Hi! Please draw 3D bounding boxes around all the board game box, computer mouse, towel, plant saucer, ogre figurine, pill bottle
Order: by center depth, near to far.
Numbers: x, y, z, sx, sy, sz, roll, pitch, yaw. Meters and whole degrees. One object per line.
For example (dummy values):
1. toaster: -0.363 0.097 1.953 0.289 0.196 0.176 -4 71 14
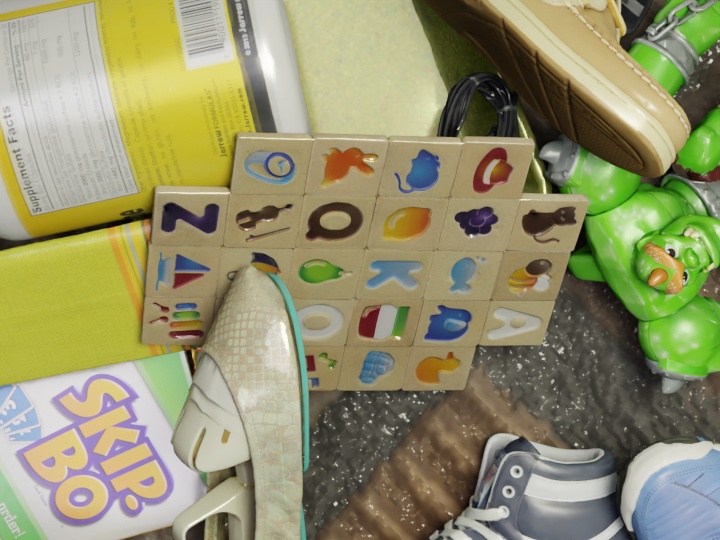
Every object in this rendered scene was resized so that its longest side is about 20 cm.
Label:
1. pill bottle: -0.127 -0.076 0.808 0.199 0.112 0.112 -12 91 1
2. towel: -0.133 0.013 0.832 0.199 0.018 0.086 -11 135 1
3. computer mouse: 0.088 -0.105 0.861 0.059 0.034 0.200 40 64 -9
4. ogre figurine: 0.167 -0.025 0.866 0.120 0.098 0.200 -32 123 -11
5. plant saucer: -0.031 -0.090 0.886 0.199 0.048 0.201 -21 91 1
6. board game box: -0.156 0.097 0.903 0.199 0.030 0.096 -16 91 -2

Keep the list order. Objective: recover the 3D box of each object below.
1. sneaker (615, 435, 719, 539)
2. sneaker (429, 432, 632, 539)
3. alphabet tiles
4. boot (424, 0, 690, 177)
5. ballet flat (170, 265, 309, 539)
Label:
1. sneaker: 0.194 0.162 0.849 0.076 0.077 0.200 -36 108 6
2. sneaker: 0.044 0.145 0.877 0.199 0.070 0.109 -13 96 -6
3. alphabet tiles: 0.000 0.000 0.826 0.199 0.006 0.167 1 135 -11
4. boot: 0.117 -0.148 0.801 0.155 0.073 0.200 -38 56 -6
5. ballet flat: -0.057 0.097 0.821 0.062 0.067 0.201 -15 116 -27
